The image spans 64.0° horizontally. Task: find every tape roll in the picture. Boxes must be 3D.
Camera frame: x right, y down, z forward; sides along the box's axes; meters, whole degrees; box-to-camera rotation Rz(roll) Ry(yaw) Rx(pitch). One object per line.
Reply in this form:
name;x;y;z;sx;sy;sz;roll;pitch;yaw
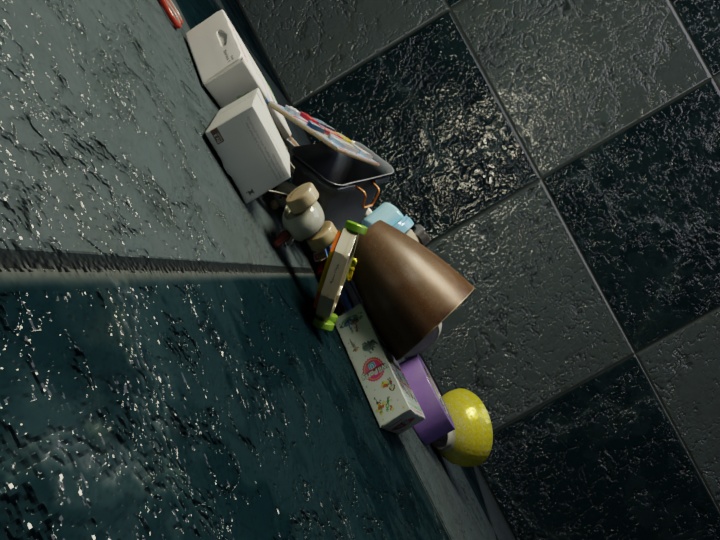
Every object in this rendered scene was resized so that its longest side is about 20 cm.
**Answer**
tape roll;0.151;0.314;1.417;0.203;0.084;0.200;62;4;-8

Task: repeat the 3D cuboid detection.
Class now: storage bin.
storage bin;-0.042;-0.141;1.072;0.145;0.136;0.198;39;36;22

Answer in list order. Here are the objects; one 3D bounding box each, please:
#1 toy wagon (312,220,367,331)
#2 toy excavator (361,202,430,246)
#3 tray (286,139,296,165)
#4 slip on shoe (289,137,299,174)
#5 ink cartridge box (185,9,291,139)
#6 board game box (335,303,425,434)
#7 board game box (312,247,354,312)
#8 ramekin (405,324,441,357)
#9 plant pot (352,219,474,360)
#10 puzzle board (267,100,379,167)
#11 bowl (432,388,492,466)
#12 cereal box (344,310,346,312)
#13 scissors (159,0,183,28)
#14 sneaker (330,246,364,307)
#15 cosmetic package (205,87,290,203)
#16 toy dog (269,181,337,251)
toy wagon;-0.032;0.003;0.880;0.039;0.159;0.200;19;5;0
toy excavator;0.031;-0.103;1.200;0.202;0.099;0.194;56;-15;-4
tray;-0.100;-0.188;1.193;0.201;0.022;0.107;53;-3;-41
slip on shoe;-0.196;-0.309;1.339;0.060;0.077;0.201;-2;-46;50
ink cartridge box;-0.217;-0.333;1.039;0.147;0.083;0.201;64;5;31
board game box;0.035;0.178;1.025;0.203;0.063;0.148;63;5;25
board game box;-0.053;0.020;1.125;0.158;0.038;0.204;54;17;-64
ramekin;0.102;0.117;1.379;0.107;0.196;0.202;-102;165;-45
plant pot;0.067;0.018;1.016;0.201;0.186;0.187;48;3;7
puzzle board;-0.055;-0.235;0.995;0.149;0.018;0.199;36;15;16
bowl;0.242;0.422;1.523;0.106;0.201;0.203;0;51;-36
cereal box;-0.030;0.035;1.271;0.204;0.039;0.144;65;8;17
scissors;-0.344;-0.477;0.917;0.201;0.014;0.074;57;9;-44
sneaker;0.020;0.003;1.114;0.073;0.112;0.203;-95;160;-62
cosmetic package;-0.162;-0.193;0.862;0.114;0.080;0.201;61;3;-26
toy dog;-0.111;-0.081;0.902;0.134;0.095;0.200;58;-10;-7
